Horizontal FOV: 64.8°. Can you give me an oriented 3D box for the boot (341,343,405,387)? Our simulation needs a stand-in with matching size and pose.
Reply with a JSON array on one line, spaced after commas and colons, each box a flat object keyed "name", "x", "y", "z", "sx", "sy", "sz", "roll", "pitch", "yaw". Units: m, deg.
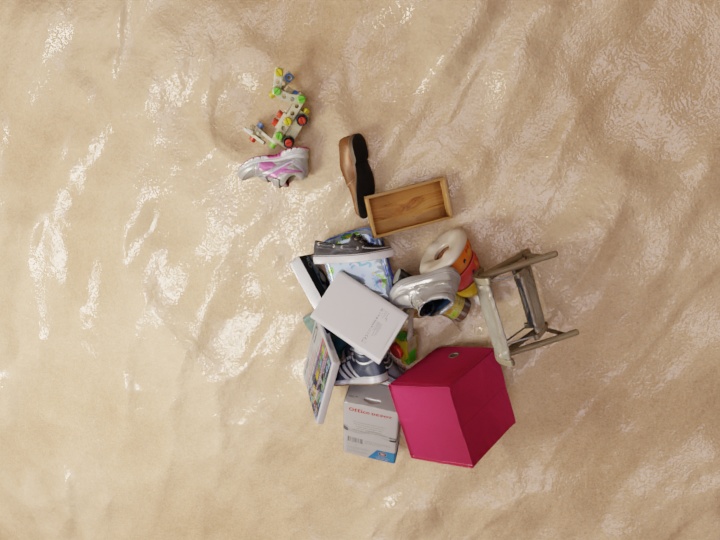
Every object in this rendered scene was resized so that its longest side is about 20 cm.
[{"name": "boot", "x": 0.053, "y": 0.231, "z": 1.454, "sx": 0.197, "sy": 0.073, "sz": 0.091, "roll": 25, "pitch": 123, "yaw": -1}]

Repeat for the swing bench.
[{"name": "swing bench", "x": 0.357, "y": 0.079, "z": 1.288, "sx": 0.196, "sy": 0.129, "sz": 0.203, "roll": -20, "pitch": 98, "yaw": -15}]

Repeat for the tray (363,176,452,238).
[{"name": "tray", "x": 0.114, "y": -0.150, "z": 1.350, "sx": 0.196, "sy": 0.037, "sz": 0.101, "roll": -15, "pitch": 100, "yaw": -6}]

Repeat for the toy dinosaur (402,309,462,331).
[{"name": "toy dinosaur", "x": 0.154, "y": 0.100, "z": 1.432, "sx": 0.195, "sy": 0.061, "sz": 0.108, "roll": -4, "pitch": 126, "yaw": 18}]

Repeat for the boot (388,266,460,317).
[{"name": "boot", "x": 0.134, "y": 0.064, "z": 1.282, "sx": 0.198, "sy": 0.097, "sz": 0.073, "roll": -27, "pitch": 121, "yaw": 39}]

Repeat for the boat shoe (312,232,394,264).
[{"name": "boat shoe", "x": -0.019, "y": -0.054, "z": 1.341, "sx": 0.195, "sy": 0.070, "sz": 0.068, "roll": -3, "pitch": 94, "yaw": 15}]

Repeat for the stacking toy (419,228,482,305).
[{"name": "stacking toy", "x": 0.252, "y": 0.011, "z": 1.360, "sx": 0.199, "sy": 0.147, "sz": 0.146, "roll": 41, "pitch": 109, "yaw": -19}]

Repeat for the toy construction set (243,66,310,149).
[{"name": "toy construction set", "x": -0.199, "y": -0.377, "z": 1.376, "sx": 0.130, "sy": 0.093, "sz": 0.201, "roll": 30, "pitch": 118, "yaw": -21}]

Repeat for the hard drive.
[{"name": "hard drive", "x": -0.002, "y": 0.109, "z": 1.340, "sx": 0.198, "sy": 0.025, "sz": 0.133, "roll": 33, "pitch": 84, "yaw": 12}]

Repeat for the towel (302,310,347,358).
[{"name": "towel", "x": -0.038, "y": 0.140, "z": 1.497, "sx": 0.198, "sy": 0.022, "sz": 0.148, "roll": -30, "pitch": 95, "yaw": 16}]

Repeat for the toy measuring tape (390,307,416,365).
[{"name": "toy measuring tape", "x": 0.106, "y": 0.160, "z": 1.421, "sx": 0.072, "sy": 0.074, "sz": 0.203, "roll": 5, "pitch": 132, "yaw": 12}]

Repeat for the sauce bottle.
[{"name": "sauce bottle", "x": 0.171, "y": 0.057, "z": 1.379, "sx": 0.197, "sy": 0.065, "sz": 0.066, "roll": 27, "pitch": 108, "yaw": -9}]

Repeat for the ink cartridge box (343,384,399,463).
[{"name": "ink cartridge box", "x": 0.033, "y": 0.392, "z": 1.470, "sx": 0.143, "sy": 0.086, "sz": 0.203, "roll": 10, "pitch": 125, "yaw": 11}]

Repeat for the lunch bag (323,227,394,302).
[{"name": "lunch bag", "x": 0.000, "y": 0.000, "z": 1.411, "sx": 0.158, "sy": 0.082, "sz": 0.204, "roll": -16, "pitch": 92, "yaw": 11}]

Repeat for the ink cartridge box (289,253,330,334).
[{"name": "ink cartridge box", "x": -0.102, "y": 0.056, "z": 1.435, "sx": 0.039, "sy": 0.099, "sz": 0.203, "roll": -29, "pitch": 87, "yaw": 18}]

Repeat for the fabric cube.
[{"name": "fabric cube", "x": 0.217, "y": 0.315, "z": 1.346, "sx": 0.194, "sy": 0.198, "sz": 0.204, "roll": -8, "pitch": 103, "yaw": 48}]

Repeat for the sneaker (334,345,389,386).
[{"name": "sneaker", "x": -0.020, "y": 0.224, "z": 1.406, "sx": 0.197, "sy": 0.070, "sz": 0.111, "roll": -10, "pitch": 95, "yaw": 40}]

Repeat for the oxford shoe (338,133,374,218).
[{"name": "oxford shoe", "x": -0.013, "y": -0.228, "z": 1.391, "sx": 0.070, "sy": 0.071, "sz": 0.205, "roll": 2, "pitch": 105, "yaw": 41}]

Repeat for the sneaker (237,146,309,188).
[{"name": "sneaker", "x": -0.215, "y": -0.246, "z": 1.416, "sx": 0.196, "sy": 0.081, "sz": 0.090, "roll": -10, "pitch": 99, "yaw": 16}]

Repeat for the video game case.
[{"name": "video game case", "x": -0.102, "y": 0.250, "z": 1.444, "sx": 0.022, "sy": 0.183, "sz": 0.203, "roll": 3, "pitch": 121, "yaw": -21}]
